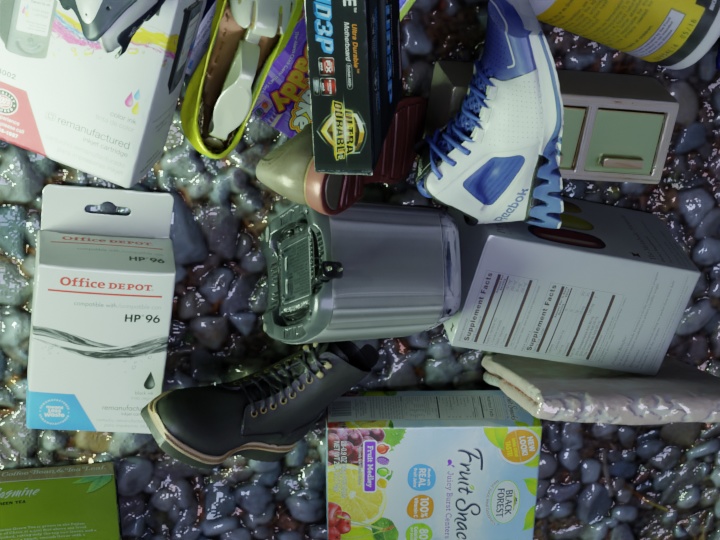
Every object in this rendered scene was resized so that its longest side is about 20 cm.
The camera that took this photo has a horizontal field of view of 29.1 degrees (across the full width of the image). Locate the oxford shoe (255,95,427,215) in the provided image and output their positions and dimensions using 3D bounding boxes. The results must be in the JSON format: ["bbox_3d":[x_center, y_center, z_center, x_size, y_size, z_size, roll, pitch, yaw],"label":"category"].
[{"bbox_3d":[-0.009,-0.104,1.100,0.074,0.200,0.071,16,114,24],"label":"oxford shoe"}]

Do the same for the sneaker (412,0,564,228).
[{"bbox_3d":[0.095,-0.104,1.073,0.114,0.081,0.201,-11,130,-1],"label":"sneaker"}]

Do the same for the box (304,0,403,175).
[{"bbox_3d":[-0.004,-0.191,0.988,0.045,0.159,0.202,2,119,9],"label":"box"}]

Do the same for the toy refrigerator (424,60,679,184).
[{"bbox_3d":[0.159,-0.123,1.166,0.198,0.070,0.077,3,117,-14],"label":"toy refrigerator"}]

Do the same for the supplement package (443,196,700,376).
[{"bbox_3d":[0.172,0.006,1.213,0.198,0.114,0.110,9,117,-17],"label":"supplement package"}]

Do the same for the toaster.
[{"bbox_3d":[0.000,0.000,1.138,0.128,0.200,0.115,-1,82,-19],"label":"toaster"}]

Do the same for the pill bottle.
[{"bbox_3d":[0.185,-0.240,1.082,0.198,0.115,0.115,15,114,-20],"label":"pill bottle"}]

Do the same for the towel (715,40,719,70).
[{"bbox_3d":[0.374,-0.257,1.137,0.146,0.050,0.201,-4,127,-12],"label":"towel"}]

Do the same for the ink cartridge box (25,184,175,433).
[{"bbox_3d":[-0.219,0.035,1.172,0.115,0.068,0.202,3,117,-14],"label":"ink cartridge box"}]

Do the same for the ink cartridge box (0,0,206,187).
[{"bbox_3d":[-0.199,-0.184,1.026,0.146,0.086,0.201,21,115,2],"label":"ink cartridge box"}]

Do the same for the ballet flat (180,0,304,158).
[{"bbox_3d":[-0.083,-0.173,1.037,0.066,0.067,0.201,16,113,-18],"label":"ballet flat"}]

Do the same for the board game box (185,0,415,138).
[{"bbox_3d":[-0.040,-0.215,1.088,0.134,0.045,0.201,29,109,-24],"label":"board game box"}]

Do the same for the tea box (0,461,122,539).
[{"bbox_3d":[-0.275,0.311,1.235,0.132,0.197,0.202,-2,118,-11],"label":"tea box"}]

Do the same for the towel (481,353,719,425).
[{"bbox_3d":[0.224,0.105,1.237,0.198,0.191,0.033,1,96,-11],"label":"towel"}]

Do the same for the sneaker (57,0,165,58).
[{"bbox_3d":[-0.129,-0.196,0.912,0.197,0.080,0.131,16,117,14],"label":"sneaker"}]

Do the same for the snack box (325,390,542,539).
[{"bbox_3d":[0.066,0.199,1.309,0.198,0.068,0.170,-2,119,-2],"label":"snack box"}]

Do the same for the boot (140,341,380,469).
[{"bbox_3d":[-0.083,0.099,1.188,0.138,0.078,0.199,-41,160,21],"label":"boot"}]
